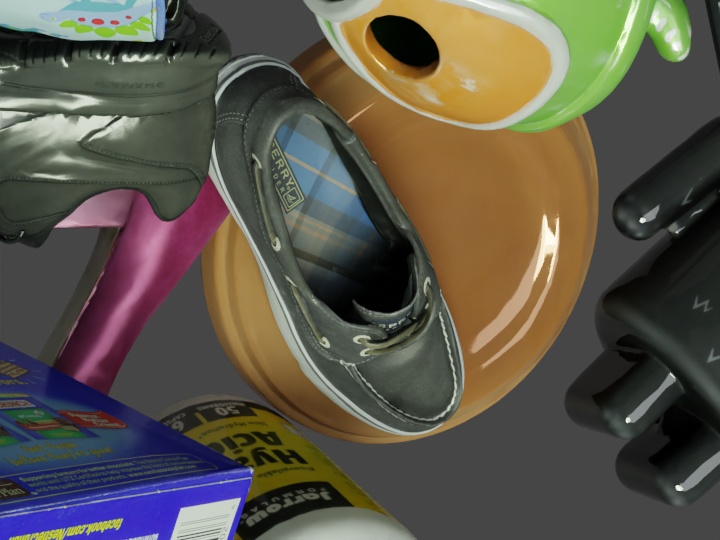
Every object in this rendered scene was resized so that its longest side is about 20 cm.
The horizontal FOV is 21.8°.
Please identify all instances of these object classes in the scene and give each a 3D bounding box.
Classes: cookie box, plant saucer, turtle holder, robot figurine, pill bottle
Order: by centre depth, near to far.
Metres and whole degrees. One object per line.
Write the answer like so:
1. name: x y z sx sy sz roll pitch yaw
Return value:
1. cookie box: -0.166 0.067 0.634 0.171 0.199 0.076 1 110 -61
2. turtle holder: 0.045 -0.150 0.728 0.131 0.140 0.188 2 99 -36
3. pill bottle: -0.030 0.134 0.759 0.110 0.200 0.112 -9 111 -25
4. plant saucer: 0.027 -0.014 0.835 0.198 0.037 0.202 -9 110 -25
5. robot figurine: 0.192 0.022 0.880 0.200 0.125 0.151 -41 139 -9

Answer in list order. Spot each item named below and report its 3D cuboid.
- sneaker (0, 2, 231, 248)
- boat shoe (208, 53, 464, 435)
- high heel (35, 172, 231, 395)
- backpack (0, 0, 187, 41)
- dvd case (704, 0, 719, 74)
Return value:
1. sneaker: -0.147 -0.051 0.691 0.198 0.076 0.092 1 119 -4
2. boat shoe: 0.000 0.000 0.761 0.070 0.066 0.201 -35 124 -14
3. high heel: -0.093 0.039 0.774 0.095 0.067 0.202 2 93 -17
4. backpack: -0.118 -0.181 0.623 0.145 0.183 0.202 -1 108 -3
5. dvd case: 0.150 -0.174 0.770 0.017 0.201 0.144 -9 118 18
